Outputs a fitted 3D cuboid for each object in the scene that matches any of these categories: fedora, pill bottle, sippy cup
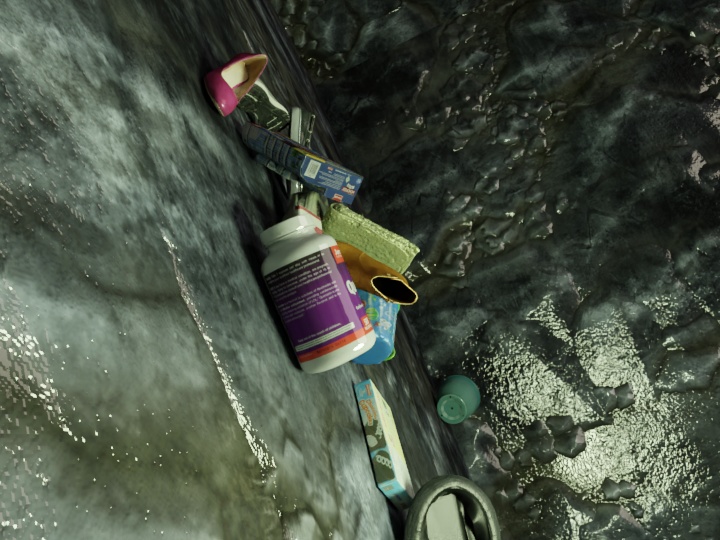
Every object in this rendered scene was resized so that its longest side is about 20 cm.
[{"bbox_3d":[0.137,0.443,0.933,0.202,0.199,0.092,67,-26,7],"label":"fedora"},{"bbox_3d":[-0.064,0.030,0.771,0.112,0.112,0.202,-23,90,-84],"label":"pill bottle"},{"bbox_3d":[0.013,0.108,1.113,0.177,0.140,0.131,20,40,-19],"label":"sippy cup"}]

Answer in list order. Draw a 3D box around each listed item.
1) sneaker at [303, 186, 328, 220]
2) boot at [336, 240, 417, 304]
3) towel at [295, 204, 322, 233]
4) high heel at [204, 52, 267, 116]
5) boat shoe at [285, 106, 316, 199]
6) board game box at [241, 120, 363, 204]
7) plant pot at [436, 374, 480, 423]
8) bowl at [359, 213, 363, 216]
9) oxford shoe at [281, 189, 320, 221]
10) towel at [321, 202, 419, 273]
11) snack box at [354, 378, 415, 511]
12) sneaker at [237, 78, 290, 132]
[{"bbox_3d":[-0.100,-0.147,1.280,0.114,0.076,0.201,60,13,-58],"label":"sneaker"},{"bbox_3d":[0.000,0.001,1.006,0.200,0.071,0.144,21,4,-14],"label":"boot"},{"bbox_3d":[-0.078,0.003,0.931,0.144,0.023,0.202,23,60,-82],"label":"towel"},{"bbox_3d":[-0.200,-0.317,0.942,0.200,0.095,0.068,-101,166,-62],"label":"high heel"},{"bbox_3d":[-0.123,-0.246,1.185,0.069,0.056,0.202,151,-59,-73],"label":"boat shoe"},{"bbox_3d":[-0.127,-0.205,1.046,0.199,0.062,0.199,32,12,27],"label":"board game box"},{"bbox_3d":[0.430,0.599,2.561,0.202,0.199,0.188,67,22,1],"label":"plant pot"},{"bbox_3d":[-0.021,-0.027,1.328,0.201,0.093,0.203,-10,90,-88],"label":"bowl"},{"bbox_3d":[-0.114,-0.077,1.010,0.201,0.057,0.076,-82,167,-50],"label":"oxford shoe"},{"bbox_3d":[0.000,-0.039,1.098,0.199,0.149,0.037,26,40,-15],"label":"towel"},{"bbox_3d":[0.043,0.307,1.007,0.201,0.037,0.117,-107,171,-45],"label":"snack box"},{"bbox_3d":[-0.200,-0.337,1.127,0.080,0.074,0.200,63,5,21],"label":"sneaker"}]
